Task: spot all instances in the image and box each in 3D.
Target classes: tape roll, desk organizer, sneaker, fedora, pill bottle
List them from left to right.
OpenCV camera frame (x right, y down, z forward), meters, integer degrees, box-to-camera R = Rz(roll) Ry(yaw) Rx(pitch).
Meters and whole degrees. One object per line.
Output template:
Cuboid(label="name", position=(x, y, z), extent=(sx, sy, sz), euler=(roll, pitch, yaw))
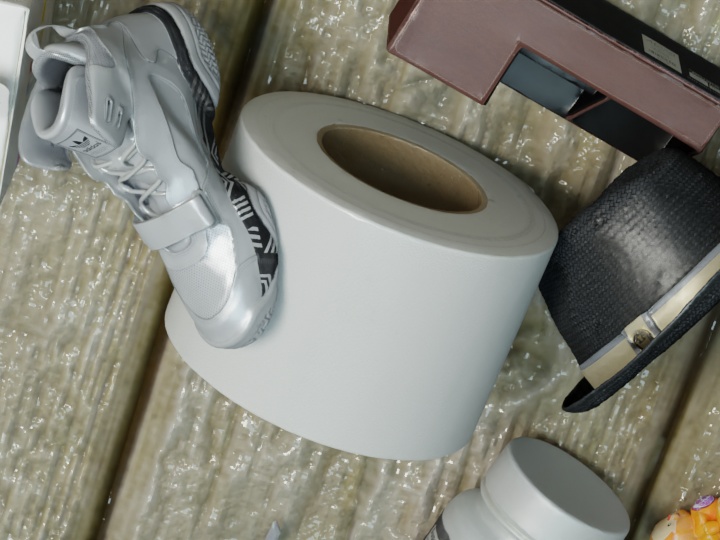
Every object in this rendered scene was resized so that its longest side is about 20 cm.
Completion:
Cuboid(label="sneaker", position=(-0.119, -0.049, 1.336), extent=(0.075, 0.115, 0.201), euler=(-22, 81, 41))
Cuboid(label="tape roll", position=(0.000, 0.000, 1.446), extent=(0.202, 0.203, 0.140), euler=(19, 112, -7))
Cuboid(label="pill bottle", position=(0.080, 0.213, 1.578), extent=(0.113, 0.113, 0.200), euler=(31, 109, -11))
Cuboid(label="desk organizer", position=(0.118, -0.125, 1.464), extent=(0.199, 0.072, 0.077), euler=(29, 112, -10))
Cuboid(label="fedora", position=(0.169, -0.008, 1.463), extent=(0.201, 0.201, 0.092), euler=(-44, 88, 16))

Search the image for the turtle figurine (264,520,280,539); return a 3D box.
Cuboid(label="turtle figurine", position=(-0.138, 0.288, 1.596), extent=(0.199, 0.144, 0.195), euler=(-8, 116, 8))

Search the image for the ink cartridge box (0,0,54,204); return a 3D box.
Cuboid(label="ink cartridge box", position=(-0.250, -0.124, 1.398), extent=(0.128, 0.200, 0.126), euler=(10, 112, -3))

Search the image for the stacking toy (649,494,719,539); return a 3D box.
Cuboid(label="stacking toy", position=(0.275, 0.146, 1.568), extent=(0.199, 0.116, 0.110), euler=(-19, 111, 23))
